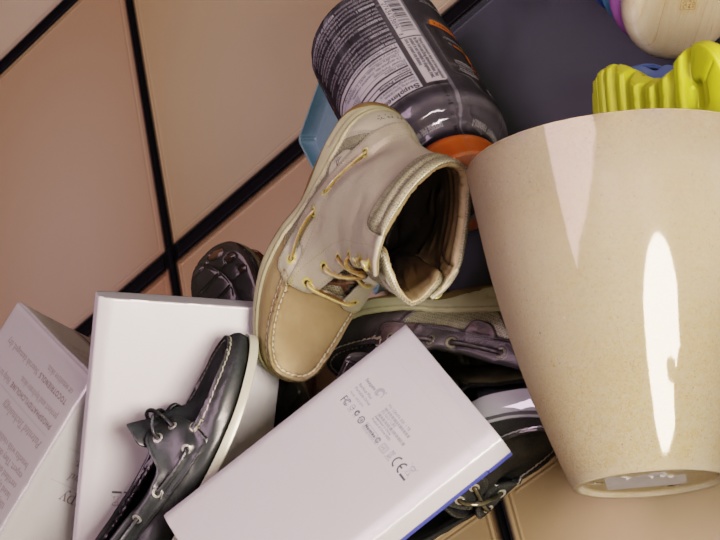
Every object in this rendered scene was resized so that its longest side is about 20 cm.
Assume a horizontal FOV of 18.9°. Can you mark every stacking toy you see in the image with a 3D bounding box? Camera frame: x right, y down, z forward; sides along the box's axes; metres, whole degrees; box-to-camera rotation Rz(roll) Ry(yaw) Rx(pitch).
[{"bbox_3d":[0.178,-0.219,1.493,0.085,0.085,0.200,-53,34,10],"label":"stacking toy"}]

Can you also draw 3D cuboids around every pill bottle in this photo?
[{"bbox_3d":[0.041,-0.111,1.553,0.106,0.106,0.200,-46,40,18],"label":"pill bottle"}]

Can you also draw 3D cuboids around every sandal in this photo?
[{"bbox_3d":[0.214,-0.101,1.380,0.200,0.087,0.080,179,87,-67],"label":"sandal"}]

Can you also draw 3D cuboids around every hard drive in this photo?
[{"bbox_3d":[-0.017,0.136,1.359,0.200,0.025,0.132,-38,42,-2],"label":"hard drive"},{"bbox_3d":[-0.127,0.118,1.504,0.027,0.131,0.201,-136,52,-72],"label":"hard drive"}]

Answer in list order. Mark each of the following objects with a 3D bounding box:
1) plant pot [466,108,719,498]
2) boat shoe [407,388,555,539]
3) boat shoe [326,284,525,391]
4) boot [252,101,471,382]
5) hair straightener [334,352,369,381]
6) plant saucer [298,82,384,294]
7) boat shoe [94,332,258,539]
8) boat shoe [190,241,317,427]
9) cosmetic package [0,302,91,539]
[{"bbox_3d":[0.164,0.029,1.290,0.187,0.187,0.201,-17,70,41],"label":"plant pot"},{"bbox_3d":[0.067,0.136,1.402,0.200,0.068,0.057,-32,44,41],"label":"boat shoe"},{"bbox_3d":[0.049,0.056,1.466,0.200,0.072,0.066,-12,54,39],"label":"boat shoe"},{"bbox_3d":[0.000,0.000,1.411,0.201,0.072,0.155,-66,26,9],"label":"boot"},{"bbox_3d":[-0.027,0.144,1.482,0.077,0.041,0.201,-92,21,-69],"label":"hair straightener"},{"bbox_3d":[-0.002,-0.069,1.629,0.200,0.019,0.070,63,140,46],"label":"plant saucer"},{"bbox_3d":[-0.132,0.126,1.452,0.200,0.066,0.075,-65,12,3],"label":"boat shoe"},{"bbox_3d":[-0.060,0.074,1.575,0.075,0.074,0.201,-23,72,28],"label":"boat shoe"},{"bbox_3d":[-0.215,0.165,1.610,0.200,0.167,0.166,-59,35,2],"label":"cosmetic package"}]
